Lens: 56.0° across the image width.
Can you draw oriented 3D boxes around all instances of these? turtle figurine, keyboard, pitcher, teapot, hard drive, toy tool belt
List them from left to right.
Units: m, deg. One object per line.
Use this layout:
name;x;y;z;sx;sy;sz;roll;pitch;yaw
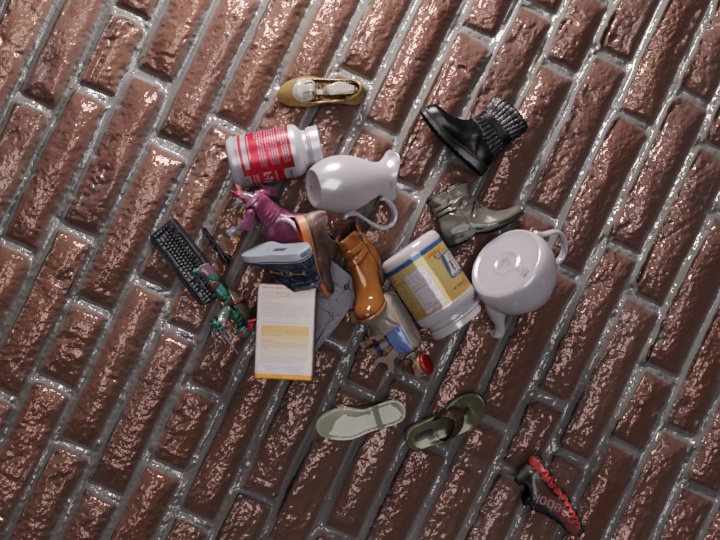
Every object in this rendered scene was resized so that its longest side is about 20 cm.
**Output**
keyboard;-0.364;-0.032;1.507;0.127;0.021;0.201;-38;92;-1
turtle figurine;-0.290;0.084;1.442;0.100;0.150;0.201;-27;84;-22
hard drive;-0.100;0.075;1.502;0.134;0.042;0.201;37;90;-1
pitcher;-0.010;-0.164;1.459;0.198;0.121;0.174;-11;98;-27
toy tool belt;0.064;0.156;1.483;0.122;0.125;0.201;-30;87;30
teapot;0.350;0.017;1.465;0.199;0.199;0.146;-22;135;33

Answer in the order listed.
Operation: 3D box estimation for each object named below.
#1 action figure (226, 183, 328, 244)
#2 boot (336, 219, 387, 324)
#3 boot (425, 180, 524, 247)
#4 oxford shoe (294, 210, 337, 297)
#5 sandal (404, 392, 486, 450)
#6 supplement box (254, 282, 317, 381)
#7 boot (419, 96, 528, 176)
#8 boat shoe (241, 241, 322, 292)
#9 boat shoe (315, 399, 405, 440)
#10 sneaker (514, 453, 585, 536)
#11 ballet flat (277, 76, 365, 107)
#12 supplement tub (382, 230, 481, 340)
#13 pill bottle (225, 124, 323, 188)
action figure;-0.194;-0.112;1.444;0.199;0.148;0.135;37;70;-28
boot;0.000;0.000;1.408;0.076;0.201;0.156;-13;124;24
boot;0.255;-0.143;1.505;0.198;0.068;0.132;-20;85;-3
oxford shoe;-0.076;-0.032;1.416;0.072;0.071;0.202;-23;125;-11
sandal;0.192;0.344;1.502;0.200;0.057;0.080;-30;91;-1
supplement box;-0.157;0.128;1.442;0.124;0.074;0.203;3;89;1
boot;0.249;-0.331;1.493;0.211;0.079;0.158;40;96;-12
boat shoe;-0.166;-0.005;1.400;0.071;0.199;0.092;-37;118;-38
boat shoe;0.001;0.330;1.495;0.199;0.061;0.073;-10;78;-2
sneaker;0.414;0.512;1.501;0.097;0.071;0.201;-35;89;-2
ballet flat;-0.087;-0.400;1.494;0.197;0.063;0.070;-3;89;-1
supplement tub;0.155;0.032;1.458;0.144;0.145;0.201;-34;91;-1
pill bottle;-0.183;-0.251;1.466;0.198;0.112;0.114;-12;90;-1
